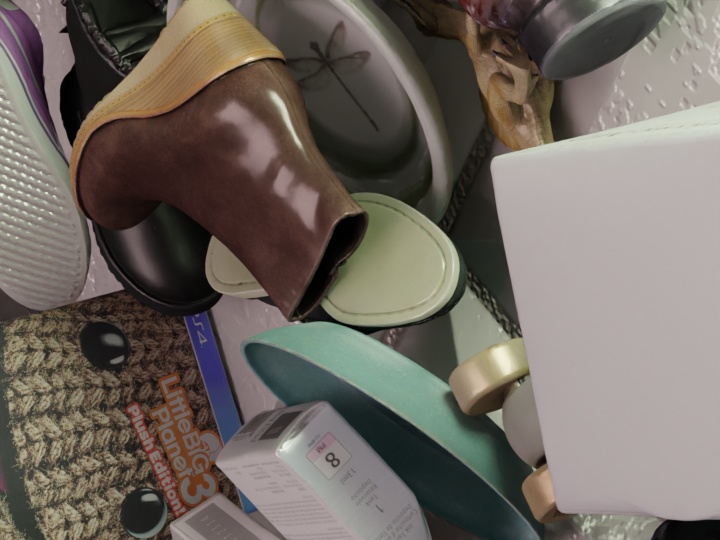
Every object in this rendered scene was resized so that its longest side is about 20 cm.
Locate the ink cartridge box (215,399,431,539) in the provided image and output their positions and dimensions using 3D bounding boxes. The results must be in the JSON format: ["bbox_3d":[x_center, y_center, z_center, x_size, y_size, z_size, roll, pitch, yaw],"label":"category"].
[{"bbox_3d":[0.013,0.161,1.609,0.200,0.057,0.163,43,165,-7],"label":"ink cartridge box"}]

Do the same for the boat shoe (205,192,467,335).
[{"bbox_3d":[-0.001,0.002,1.572,0.199,0.066,0.075,-2,72,47],"label":"boat shoe"}]

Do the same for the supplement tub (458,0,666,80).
[{"bbox_3d":[0.073,-0.195,1.410,0.200,0.107,0.107,61,141,18],"label":"supplement tub"}]

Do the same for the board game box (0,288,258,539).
[{"bbox_3d":[-0.183,0.106,1.765,0.097,0.200,0.160,-20,87,53],"label":"board game box"}]

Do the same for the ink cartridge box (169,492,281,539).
[{"bbox_3d":[-0.024,0.248,1.693,0.200,0.045,0.176,33,146,41],"label":"ink cartridge box"}]

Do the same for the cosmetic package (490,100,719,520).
[{"bbox_3d":[0.195,0.007,1.245,0.167,0.200,0.167,-3,99,52],"label":"cosmetic package"}]

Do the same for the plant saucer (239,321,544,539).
[{"bbox_3d":[0.025,0.084,1.553,0.200,0.036,0.200,33,167,9],"label":"plant saucer"}]

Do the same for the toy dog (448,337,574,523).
[{"bbox_3d":[0.144,0.049,1.440,0.200,0.096,0.132,-16,86,38],"label":"toy dog"}]

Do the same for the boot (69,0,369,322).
[{"bbox_3d":[-0.082,-0.036,1.567,0.166,0.072,0.200,59,141,20],"label":"boot"}]

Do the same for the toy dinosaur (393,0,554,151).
[{"bbox_3d":[0.084,-0.093,1.490,0.101,0.058,0.200,105,144,-54],"label":"toy dinosaur"}]

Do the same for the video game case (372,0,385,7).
[{"bbox_3d":[-0.059,-0.163,1.665,0.143,0.018,0.200,60,141,19],"label":"video game case"}]

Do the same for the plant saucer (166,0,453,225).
[{"bbox_3d":[-0.018,-0.105,1.575,0.200,0.050,0.200,32,146,25],"label":"plant saucer"}]

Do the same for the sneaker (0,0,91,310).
[{"bbox_3d":[-0.209,-0.082,1.780,0.073,0.114,0.201,-10,114,10],"label":"sneaker"}]

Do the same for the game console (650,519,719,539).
[{"bbox_3d":[0.251,0.157,1.226,0.118,0.200,0.171,-26,80,51],"label":"game console"}]

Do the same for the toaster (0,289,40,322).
[{"bbox_3d":[-0.272,0.093,1.951,0.129,0.114,0.200,52,136,24],"label":"toaster"}]

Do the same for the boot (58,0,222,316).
[{"bbox_3d":[-0.131,-0.089,1.707,0.163,0.073,0.198,108,141,-60],"label":"boot"}]
